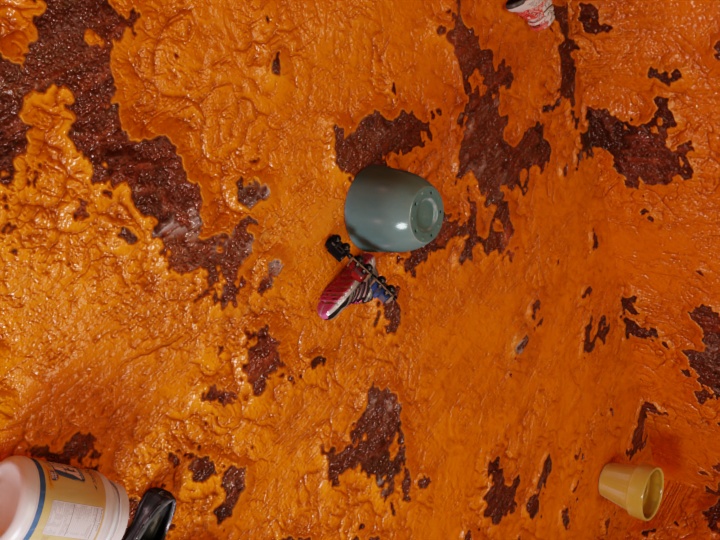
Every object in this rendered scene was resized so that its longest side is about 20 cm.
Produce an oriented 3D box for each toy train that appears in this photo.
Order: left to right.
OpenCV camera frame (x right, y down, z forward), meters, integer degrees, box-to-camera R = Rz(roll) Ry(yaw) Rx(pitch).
[{"bbox_3d":[0.000,0.000,1.752,0.200,0.034,0.046,43,54,4],"label":"toy train"}]

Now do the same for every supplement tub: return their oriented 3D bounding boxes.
[{"bbox_3d":[-0.486,0.382,1.286,0.200,0.144,0.146,30,75,-47],"label":"supplement tub"}]

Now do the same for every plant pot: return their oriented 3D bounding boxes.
[{"bbox_3d":[0.089,-0.133,1.816,0.200,0.160,0.203,-11,106,-47],"label":"plant pot"},{"bbox_3d":[1.000,0.802,3.009,0.200,0.188,0.203,-13,107,-46],"label":"plant pot"}]

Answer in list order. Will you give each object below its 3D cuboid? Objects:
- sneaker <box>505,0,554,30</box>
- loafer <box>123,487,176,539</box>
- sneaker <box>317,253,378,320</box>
[{"bbox_3d":[0.467,-0.700,2.195,0.201,0.067,0.109,-37,121,-41],"label":"sneaker"},{"bbox_3d":[-0.392,0.498,1.470,0.068,0.070,0.202,32,74,-46],"label":"loafer"},{"bbox_3d":[-0.017,0.052,1.798,0.200,0.073,0.088,-51,125,-35],"label":"sneaker"}]
